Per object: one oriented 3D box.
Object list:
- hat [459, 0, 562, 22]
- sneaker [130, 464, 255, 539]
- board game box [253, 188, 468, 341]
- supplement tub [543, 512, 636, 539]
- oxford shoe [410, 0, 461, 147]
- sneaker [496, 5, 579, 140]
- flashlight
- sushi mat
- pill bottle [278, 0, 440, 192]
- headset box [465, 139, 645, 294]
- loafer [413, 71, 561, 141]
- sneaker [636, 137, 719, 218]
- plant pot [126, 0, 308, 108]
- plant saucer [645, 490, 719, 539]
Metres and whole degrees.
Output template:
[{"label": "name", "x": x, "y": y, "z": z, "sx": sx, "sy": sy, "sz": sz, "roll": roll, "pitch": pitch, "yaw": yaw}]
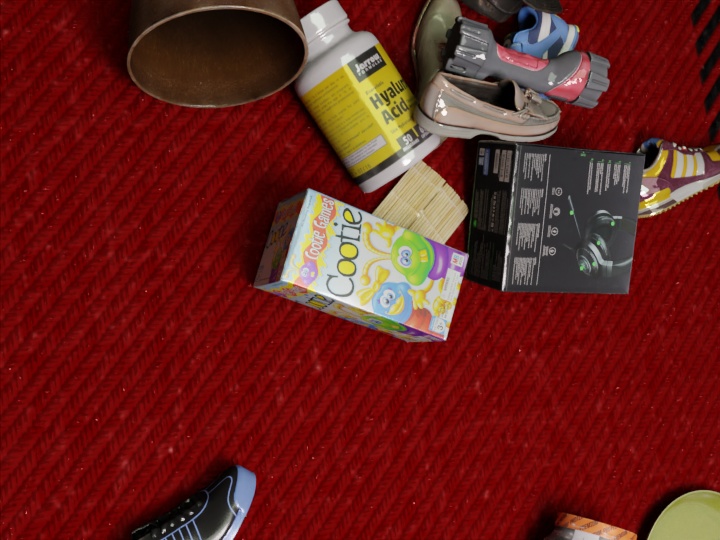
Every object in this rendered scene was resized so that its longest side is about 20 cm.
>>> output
[{"label": "hat", "x": 0.152, "y": -0.363, "z": 1.188, "sx": 0.200, "sy": 0.081, "sz": 0.201, "roll": 30, "pitch": 34, "yaw": -23}, {"label": "sneaker", "x": -0.188, "y": 0.275, "z": 0.983, "sx": 0.078, "sy": 0.070, "sz": 0.201, "roll": 42, "pitch": 71, "yaw": -21}, {"label": "board game box", "x": 0.000, "y": 0.000, "z": 1.062, "sx": 0.199, "sy": 0.105, "sz": 0.104, "roll": 21, "pitch": 78, "yaw": -20}, {"label": "supplement tub", "x": 0.257, "y": 0.396, "z": 1.132, "sx": 0.122, "sy": 0.122, "sz": 0.201, "roll": 20, "pitch": 77, "yaw": -20}, {"label": "oxford shoe", "x": 0.103, "y": -0.247, "z": 1.165, "sx": 0.070, "sy": 0.074, "sz": 0.202, "roll": 8, "pitch": 80, "yaw": -20}, {"label": "sneaker", "x": 0.202, "y": -0.248, "z": 1.212, "sx": 0.082, "sy": 0.074, "sz": 0.201, "roll": 33, "pitch": 65, "yaw": -15}, {"label": "flashlight", "x": 0.195, "y": -0.247, "z": 1.133, "sx": 0.199, "sy": 0.068, "sz": 0.068, "roll": 14, "pitch": 45, "yaw": -20}, {"label": "sushi mat", "x": 0.045, "y": -0.034, "z": 1.149, "sx": 0.096, "sy": 0.012, "sz": 0.200, "roll": 44, "pitch": 70, "yaw": -13}, {"label": "pill bottle", "x": -0.006, "y": -0.199, "z": 1.093, "sx": 0.111, "sy": 0.111, "sz": 0.201, "roll": -38, "pitch": 99, "yaw": -22}, {"label": "headset box", "x": 0.242, "y": -0.065, "z": 1.173, "sx": 0.199, "sy": 0.093, "sz": 0.176, "roll": 1, "pitch": 99, "yaw": -22}, {"label": "loafer", "x": 0.153, "y": -0.186, "z": 1.078, "sx": 0.199, "sy": 0.063, "sz": 0.072, "roll": -5, "pitch": 42, "yaw": -32}, {"label": "sneaker", "x": 0.425, "y": -0.146, "z": 1.292, "sx": 0.199, "sy": 0.075, "sz": 0.091, "roll": -29, "pitch": 101, "yaw": -24}, {"label": "plant pot", "x": -0.160, "y": -0.306, "z": 1.019, "sx": 0.186, "sy": 0.187, "sz": 0.201, "roll": -1, "pitch": 69, "yaw": -23}, {"label": "plant saucer", "x": 0.440, "y": 0.389, "z": 1.262, "sx": 0.199, "sy": 0.031, "sz": 0.202, "roll": 3, "pitch": 83, "yaw": -24}]
